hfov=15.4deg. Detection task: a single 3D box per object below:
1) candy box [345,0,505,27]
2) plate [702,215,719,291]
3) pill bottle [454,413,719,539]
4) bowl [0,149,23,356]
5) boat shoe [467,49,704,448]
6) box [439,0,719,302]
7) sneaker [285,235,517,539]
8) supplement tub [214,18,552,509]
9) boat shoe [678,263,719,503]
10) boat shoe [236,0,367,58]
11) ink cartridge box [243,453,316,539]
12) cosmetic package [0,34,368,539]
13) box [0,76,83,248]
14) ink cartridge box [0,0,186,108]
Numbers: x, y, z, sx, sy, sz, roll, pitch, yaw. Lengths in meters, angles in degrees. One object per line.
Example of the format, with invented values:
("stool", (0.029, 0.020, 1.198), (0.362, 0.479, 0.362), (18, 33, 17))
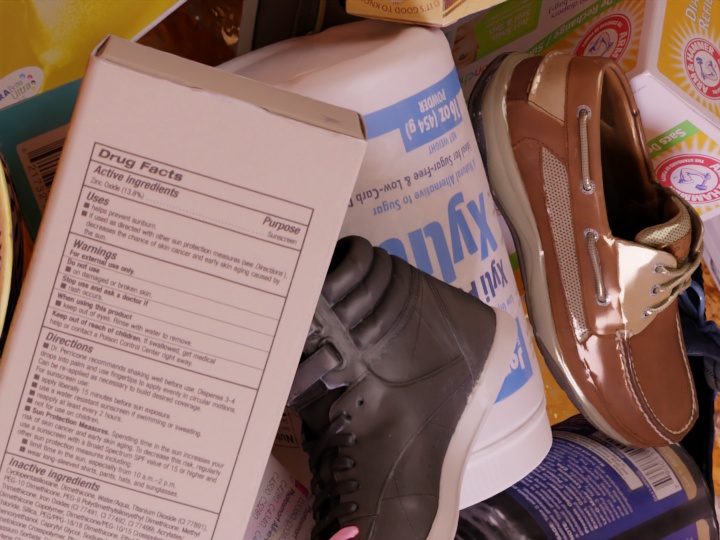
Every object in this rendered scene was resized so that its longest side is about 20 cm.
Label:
("candy box", (0.044, -0.216, 1.152), (0.117, 0.056, 0.201), (-27, 121, -54))
("plate", (0.214, 0.013, 1.430), (0.200, 0.032, 0.200), (63, 5, 9))
("pill bottle", (0.070, 0.139, 1.227), (0.200, 0.112, 0.112), (-17, 83, -48))
("bowl", (-0.199, -0.005, 0.990), (0.094, 0.200, 0.201), (6, 64, -71))
("boat shoe", (0.115, -0.009, 1.203), (0.076, 0.074, 0.200), (-51, 124, -46))
("box", (0.107, -0.076, 1.306), (0.101, 0.200, 0.113), (35, 49, -29))
("sneaker", (-0.010, 0.071, 1.042), (0.099, 0.071, 0.200), (34, 50, -15))
("supplement tub", (0.000, 0.000, 1.172), (0.132, 0.132, 0.200), (-34, 111, -49))
("boat shoe", (0.172, 0.059, 1.404), (0.084, 0.069, 0.200), (27, 52, -36))
("boat shoe", (-0.019, -0.133, 1.226), (0.072, 0.060, 0.202), (-64, 163, -51))
("ink cartridge box", (-0.070, 0.128, 1.082), (0.200, 0.116, 0.067), (47, 43, -18))
("cosmetic package", (-0.074, 0.027, 0.951), (0.105, 0.200, 0.071), (18, 10, -5))
("box", (-0.103, -0.020, 1.086), (0.200, 0.049, 0.082), (70, -2, -85))
("ink cartridge box", (-0.143, -0.187, 1.123), (0.200, 0.198, 0.047), (50, 5, -18))
